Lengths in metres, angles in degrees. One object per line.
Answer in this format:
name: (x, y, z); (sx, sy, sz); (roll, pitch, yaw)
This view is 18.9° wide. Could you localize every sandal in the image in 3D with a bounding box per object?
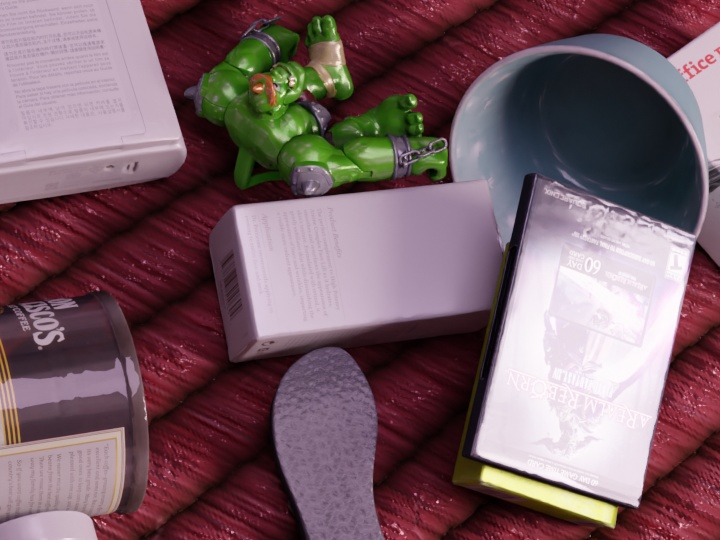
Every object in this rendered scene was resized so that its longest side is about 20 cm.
sandal: (-0.021, 0.153, 1.492); (0.075, 0.043, 0.202); (-5, 75, -12)

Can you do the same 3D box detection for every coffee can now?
coffee can: (-0.250, 0.098, 1.381); (0.198, 0.147, 0.147); (-8, 66, -21)

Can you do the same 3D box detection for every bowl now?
bowl: (0.175, -0.094, 1.606); (0.200, 0.201, 0.105); (35, 38, 3)

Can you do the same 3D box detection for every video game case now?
video game case: (0.154, 0.050, 1.498); (0.142, 0.019, 0.202); (19, 77, -25)

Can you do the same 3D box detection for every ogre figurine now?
ogre figurine: (-0.039, -0.112, 1.575); (0.119, 0.098, 0.200); (-27, 71, -35)

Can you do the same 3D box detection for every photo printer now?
photo printer: (-0.229, -0.153, 1.563); (0.165, 0.070, 0.201); (-10, 67, -22)

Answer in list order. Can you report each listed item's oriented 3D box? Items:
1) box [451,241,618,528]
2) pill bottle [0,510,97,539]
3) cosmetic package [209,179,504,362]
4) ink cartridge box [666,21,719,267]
box: (0.144, 0.069, 1.527); (0.121, 0.048, 0.202); (20, 77, -25)
pill bottle: (-0.185, 0.258, 1.339); (0.112, 0.113, 0.201); (-9, 67, -21)
cosmetic package: (0.000, 0.000, 1.548); (0.198, 0.074, 0.102); (-5, 76, -21)
ink cartridge box: (0.310, -0.091, 1.689); (0.146, 0.084, 0.200); (-34, 78, -28)
